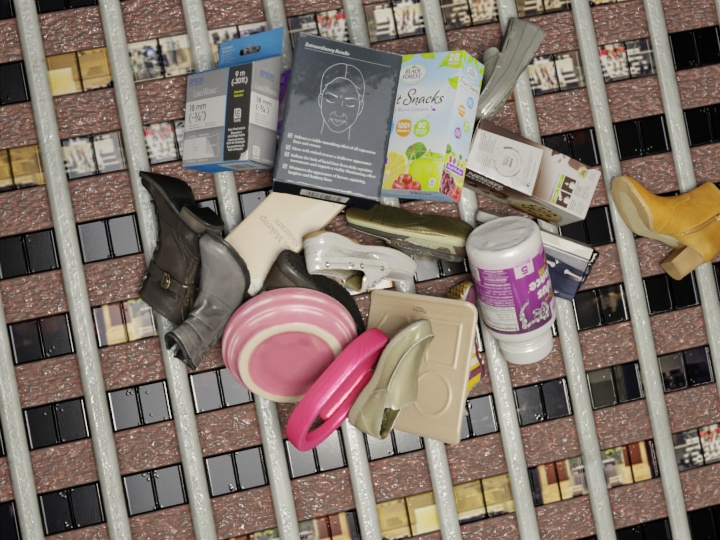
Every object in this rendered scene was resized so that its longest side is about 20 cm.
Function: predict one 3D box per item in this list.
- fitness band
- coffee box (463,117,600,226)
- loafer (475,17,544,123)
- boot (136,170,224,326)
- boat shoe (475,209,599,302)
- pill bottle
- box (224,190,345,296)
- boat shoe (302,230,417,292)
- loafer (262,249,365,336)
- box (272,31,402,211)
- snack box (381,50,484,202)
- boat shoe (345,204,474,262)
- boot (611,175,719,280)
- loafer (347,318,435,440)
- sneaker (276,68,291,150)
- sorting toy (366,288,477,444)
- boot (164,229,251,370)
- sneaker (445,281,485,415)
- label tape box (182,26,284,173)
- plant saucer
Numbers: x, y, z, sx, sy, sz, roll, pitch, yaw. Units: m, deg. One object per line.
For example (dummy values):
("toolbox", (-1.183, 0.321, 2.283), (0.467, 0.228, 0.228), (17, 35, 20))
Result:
("fitness band", (-0.027, 0.169, 1.044), (0.037, 0.144, 0.201), (38, 84, 18))
("coffee box", (0.243, -0.145, 1.125), (0.197, 0.113, 0.081), (22, 86, -5))
("loafer", (0.213, -0.308, 1.142), (0.069, 0.070, 0.202), (31, 67, 4))
("boot", (-0.288, -0.034, 1.079), (0.199, 0.069, 0.176), (40, 112, 32))
("boat shoe", (0.260, -0.021, 1.146), (0.197, 0.075, 0.094), (21, 103, 6))
("pill bottle", (0.227, 0.033, 1.092), (0.111, 0.112, 0.203), (-22, 118, -6))
("box", (-0.119, -0.063, 1.102), (0.095, 0.078, 0.200), (44, 85, -4))
("boat shoe", (0.000, 0.000, 1.086), (0.197, 0.070, 0.071), (13, 67, -32))
("loafer", (-0.067, 0.047, 1.088), (0.071, 0.074, 0.200), (-36, 124, 17))
("box", (-0.035, -0.200, 1.023), (0.145, 0.107, 0.204), (10, 87, -7))
("snack box", (0.081, -0.210, 1.087), (0.067, 0.166, 0.204), (16, 83, -50))
("boat shoe", (0.072, -0.051, 1.127), (0.197, 0.072, 0.067), (9, 121, 1))
("boot", (0.501, -0.102, 1.179), (0.143, 0.071, 0.202), (-38, 95, -12))
("loafer", (0.055, 0.157, 1.049), (0.068, 0.075, 0.202), (40, 116, 25))
("sneaker", (-0.098, -0.252, 1.116), (0.088, 0.081, 0.200), (43, 83, 6))
("sorting toy", (0.081, 0.138, 1.096), (0.182, 0.036, 0.204), (7, 89, 35))
("boot", (-0.213, 0.050, 1.013), (0.069, 0.202, 0.132), (29, 58, 26))
("sneaker", (0.154, 0.120, 1.133), (0.089, 0.075, 0.204), (18, 93, -12))
("label tape box", (-0.185, -0.249, 1.070), (0.142, 0.063, 0.205), (1, 87, 38))
("plant saucer", (-0.099, 0.118, 1.056), (0.196, 0.051, 0.203), (-4, 127, -6))
